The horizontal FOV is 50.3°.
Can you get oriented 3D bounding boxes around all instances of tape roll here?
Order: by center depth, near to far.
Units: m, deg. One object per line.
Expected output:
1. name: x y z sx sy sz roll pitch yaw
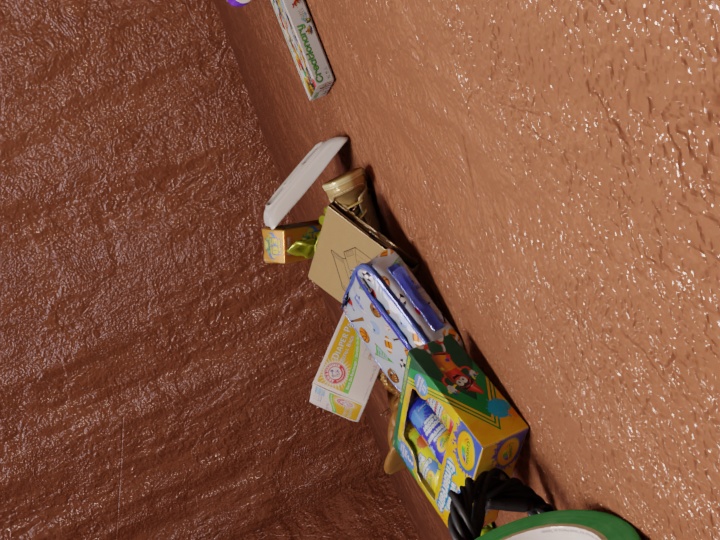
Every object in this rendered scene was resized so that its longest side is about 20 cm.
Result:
1. tape roll: 0.155 0.284 0.673 0.200 0.200 0.048 -167 54 -81

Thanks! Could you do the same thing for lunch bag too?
1. lunch bag: 0.054 0.072 1.102 0.200 0.075 0.160 52 152 15

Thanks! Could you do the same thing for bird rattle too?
1. bird rattle: -0.030 -0.006 1.370 0.200 0.113 0.163 43 -171 -38

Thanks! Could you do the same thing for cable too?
1. cable: 0.163 0.303 0.855 0.200 0.051 0.164 -9 -115 -52

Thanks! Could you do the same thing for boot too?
1. boot: -0.001 -0.079 1.248 0.200 0.072 0.156 86 163 -88

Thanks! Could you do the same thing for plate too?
1. plate: -0.107 -0.160 1.353 0.032 0.200 0.200 40 178 -11

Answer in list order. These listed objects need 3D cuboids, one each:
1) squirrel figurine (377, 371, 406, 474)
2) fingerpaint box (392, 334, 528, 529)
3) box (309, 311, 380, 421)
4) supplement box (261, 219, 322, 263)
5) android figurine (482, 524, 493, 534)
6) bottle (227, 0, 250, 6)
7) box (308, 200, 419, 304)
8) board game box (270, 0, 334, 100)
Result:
1. squirrel figurine: 0.098 0.234 1.361 0.187 0.141 0.201 -105 13 -52
2. fingerpaint box: 0.118 0.215 0.984 0.167 0.073 0.201 52 148 39
3. box: -0.008 0.156 1.397 0.113 0.101 0.201 104 -171 -64
4. supplement box: -0.089 -0.059 1.448 0.069 0.199 0.067 9 106 46
5. android figurine: 0.208 0.448 1.413 0.200 0.041 0.183 118 130 -80
6. bottle: -0.274 -0.626 1.687 0.200 0.065 0.084 -124 14 -59
7. box: 0.000 0.000 1.201 0.163 0.021 0.200 37 146 11
8. board game box: -0.099 -0.384 1.236 0.126 0.034 0.201 -165 53 -82
